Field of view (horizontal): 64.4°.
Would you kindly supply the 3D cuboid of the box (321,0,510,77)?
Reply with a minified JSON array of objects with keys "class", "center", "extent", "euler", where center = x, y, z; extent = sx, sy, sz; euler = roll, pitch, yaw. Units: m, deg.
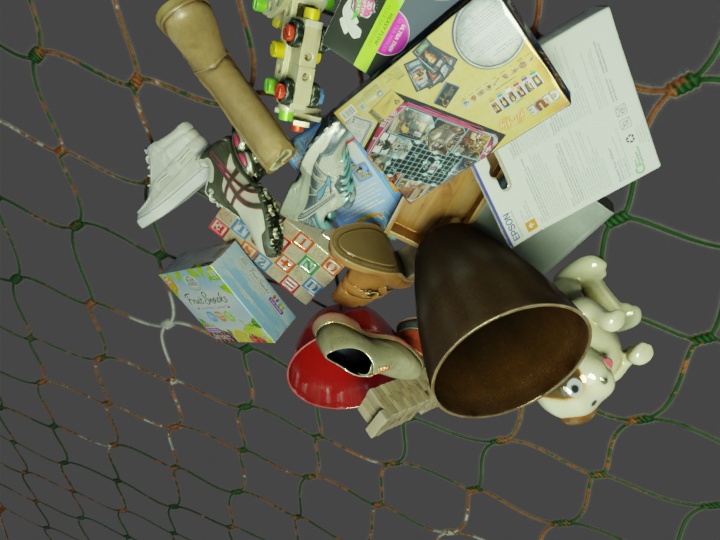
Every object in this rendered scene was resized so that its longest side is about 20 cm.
[{"class":"box","center":[0.078,-0.297,0.594],"extent":[0.148,0.124,0.200],"euler":[32,129,-4]}]

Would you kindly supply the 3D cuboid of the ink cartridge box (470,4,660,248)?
[{"class":"ink cartridge box","center":[0.216,-0.156,0.652],"extent":[0.199,0.041,0.200],"euler":[-29,114,6]}]

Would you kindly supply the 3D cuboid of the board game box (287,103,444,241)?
[{"class":"board game box","center":[0.005,-0.130,0.804],"extent":[0.151,0.037,0.200],"euler":[-24,113,34]}]

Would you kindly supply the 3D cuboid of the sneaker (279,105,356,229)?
[{"class":"sneaker","center":[-0.036,-0.130,0.757],"extent":[0.086,0.078,0.200],"euler":[27,141,-6]}]

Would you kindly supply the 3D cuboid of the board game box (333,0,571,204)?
[{"class":"board game box","center":[0.089,-0.171,0.583],"extent":[0.200,0.035,0.136],"euler":[-29,114,34]}]

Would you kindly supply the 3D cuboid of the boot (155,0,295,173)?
[{"class":"boot","center":[-0.155,-0.224,0.710],"extent":[0.066,0.175,0.200],"euler":[-35,96,0]}]

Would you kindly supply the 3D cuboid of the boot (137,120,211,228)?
[{"class":"boot","center":[-0.304,-0.151,0.895],"extent":[0.200,0.074,0.096],"euler":[-31,105,27]}]

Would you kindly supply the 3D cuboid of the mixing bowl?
[{"class":"mixing bowl","center":[-0.024,0.126,0.941],"extent":[0.199,0.109,0.201],"euler":[-5,132,-6]}]

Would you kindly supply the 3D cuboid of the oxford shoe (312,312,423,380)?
[{"class":"oxford shoe","center":[0.016,0.131,0.829],"extent":[0.199,0.074,0.071],"euler":[24,122,-29]}]

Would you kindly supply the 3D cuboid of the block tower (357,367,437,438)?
[{"class":"block tower","center":[0.085,0.201,0.921],"extent":[0.058,0.199,0.054],"euler":[50,132,27]}]

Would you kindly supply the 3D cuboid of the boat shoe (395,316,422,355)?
[{"class":"boat shoe","center":[0.148,0.136,0.933],"extent":[0.199,0.063,0.071],"euler":[21,132,7]}]

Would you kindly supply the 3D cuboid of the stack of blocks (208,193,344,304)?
[{"class":"stack of blocks","center":[-0.123,-0.053,0.897],"extent":[0.200,0.059,0.115],"euler":[39,129,-10]}]

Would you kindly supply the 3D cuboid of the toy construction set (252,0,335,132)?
[{"class":"toy construction set","center":[-0.081,-0.257,0.681],"extent":[0.131,0.092,0.201],"euler":[42,140,50]}]

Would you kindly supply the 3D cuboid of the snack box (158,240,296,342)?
[{"class":"snack box","center":[-0.228,0.042,0.966],"extent":[0.199,0.068,0.169],"euler":[-7,126,47]}]

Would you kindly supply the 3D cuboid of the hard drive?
[{"class":"hard drive","center":[0.217,-0.057,0.780],"extent":[0.139,0.033,0.200],"euler":[34,130,-6]}]

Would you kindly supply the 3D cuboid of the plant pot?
[{"class":"plant pot","center":[0.140,0.040,0.692],"extent":[0.186,0.200,0.188],"euler":[-10,133,-11]}]

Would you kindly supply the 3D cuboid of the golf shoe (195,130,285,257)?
[{"class":"golf shoe","center":[-0.165,-0.098,0.806],"extent":[0.088,0.201,0.077],"euler":[-22,159,0]}]

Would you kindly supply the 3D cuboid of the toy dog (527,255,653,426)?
[{"class":"toy dog","center":[0.280,0.102,0.766],"extent":[0.193,0.200,0.140],"euler":[-21,115,32]}]

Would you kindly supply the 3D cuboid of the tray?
[{"class":"tray","center":[0.117,-0.114,0.736],"extent":[0.098,0.037,0.200],"euler":[25,122,-3]}]

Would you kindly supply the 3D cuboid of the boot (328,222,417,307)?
[{"class":"boot","center":[0.000,0.000,0.832],"extent":[0.155,0.199,0.077],"euler":[-33,68,41]}]
